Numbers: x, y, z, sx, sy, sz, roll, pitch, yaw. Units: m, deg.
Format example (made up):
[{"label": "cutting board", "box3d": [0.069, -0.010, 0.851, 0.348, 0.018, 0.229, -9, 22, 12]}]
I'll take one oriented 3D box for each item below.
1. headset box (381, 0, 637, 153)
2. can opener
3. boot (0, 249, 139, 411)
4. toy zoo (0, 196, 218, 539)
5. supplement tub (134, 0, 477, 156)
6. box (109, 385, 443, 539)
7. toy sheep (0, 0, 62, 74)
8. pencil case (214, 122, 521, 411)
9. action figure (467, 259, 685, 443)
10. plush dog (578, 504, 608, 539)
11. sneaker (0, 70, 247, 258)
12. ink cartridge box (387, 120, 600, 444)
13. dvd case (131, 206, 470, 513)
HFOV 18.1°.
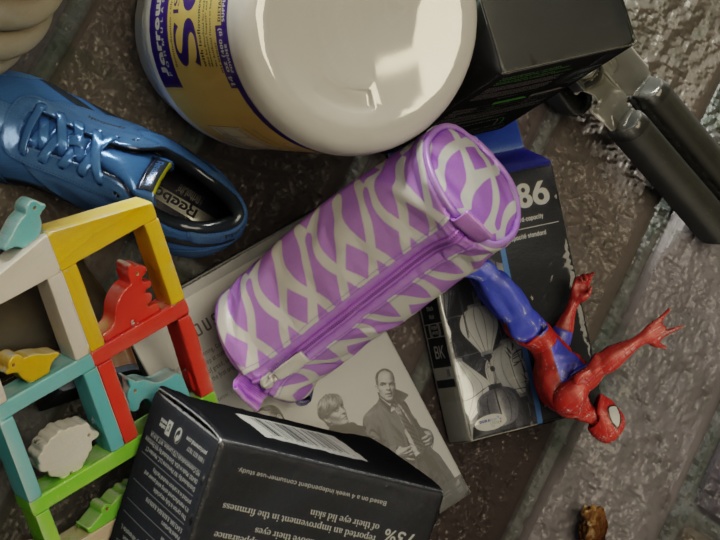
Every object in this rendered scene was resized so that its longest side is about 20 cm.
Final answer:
[{"label": "headset box", "box3d": [0.062, -0.182, 1.325, 0.092, 0.200, 0.175, -14, 83, -23]}, {"label": "can opener", "box3d": [0.174, -0.097, 1.455, 0.200, 0.067, 0.053, 46, 69, -25]}, {"label": "boot", "box3d": [-0.229, 0.039, 1.264, 0.199, 0.075, 0.098, -13, 79, -33]}, {"label": "toy zoo", "box3d": [-0.151, 0.050, 1.245, 0.131, 0.020, 0.201, -30, 118, -27]}, {"label": "supplement tub", "box3d": [-0.038, -0.140, 1.275, 0.144, 0.200, 0.147, -2, 95, -25]}, {"label": "box", "box3d": [-0.063, 0.185, 1.255, 0.147, 0.104, 0.201, 16, 96, -28]}, {"label": "toy sheep", "box3d": [-0.228, -0.164, 1.229, 0.137, 0.200, 0.139, 22, 46, -24]}, {"label": "pencil case", "box3d": [0.000, 0.000, 1.266, 0.084, 0.200, 0.086, 42, 33, -13]}, {"label": "action figure", "box3d": [0.113, 0.010, 1.359, 0.099, 0.065, 0.201, -37, 99, -4]}, {"label": "plush dog", "box3d": [0.172, 0.220, 1.345, 0.199, 0.172, 0.162, 10, 80, -20]}, {"label": "sneaker", "box3d": [-0.155, -0.068, 1.297, 0.199, 0.078, 0.066, 25, 77, -16]}, {"label": "ink cartridge box", "box3d": [0.083, 0.000, 1.408, 0.099, 0.039, 0.202, -13, 88, -22]}, {"label": "dvd case", "box3d": [-0.039, 0.084, 1.355, 0.150, 0.025, 0.201, -30, 95, -22]}]
